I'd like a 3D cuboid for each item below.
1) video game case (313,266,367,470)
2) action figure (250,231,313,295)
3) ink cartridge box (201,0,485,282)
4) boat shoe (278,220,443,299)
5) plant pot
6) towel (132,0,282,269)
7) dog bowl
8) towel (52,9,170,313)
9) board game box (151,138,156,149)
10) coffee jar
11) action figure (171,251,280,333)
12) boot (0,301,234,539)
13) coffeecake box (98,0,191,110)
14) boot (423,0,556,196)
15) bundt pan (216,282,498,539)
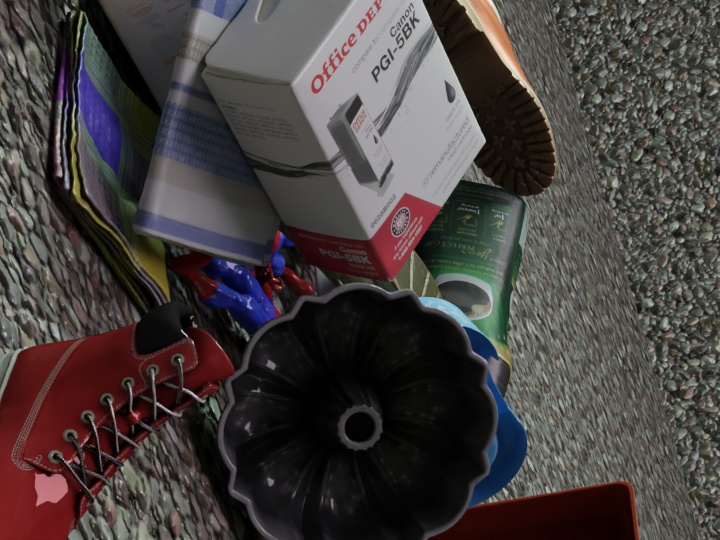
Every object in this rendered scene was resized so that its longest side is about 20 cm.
[{"bbox_3d":[0.004,0.115,1.725,0.183,0.023,0.201,66,13,-49],"label":"video game case"},{"bbox_3d":[-0.068,-0.020,1.733,0.052,0.066,0.200,35,3,20],"label":"action figure"},{"bbox_3d":[-0.008,-0.114,1.535,0.147,0.083,0.200,-56,139,-26],"label":"ink cartridge box"},{"bbox_3d":[-0.001,0.001,1.683,0.201,0.063,0.073,50,26,-21],"label":"boat shoe"},{"bbox_3d":[0.156,0.323,1.871,0.200,0.198,0.177,-87,164,-58],"label":"plant pot"},{"bbox_3d":[-0.089,-0.107,1.516,0.147,0.024,0.201,15,88,-55],"label":"towel"},{"bbox_3d":[0.057,0.100,1.670,0.050,0.111,0.201,-115,-178,-47],"label":"dog bowl"},{"bbox_3d":[-0.167,-0.074,1.518,0.201,0.023,0.144,-95,158,-47],"label":"towel"},{"bbox_3d":[-0.062,-0.141,1.586,0.105,0.201,0.023,41,-15,-36],"label":"board game box"},{"bbox_3d":[0.078,0.029,1.793,0.085,0.104,0.201,103,-3,-58],"label":"coffee jar"},{"bbox_3d":[-0.078,0.028,1.637,0.200,0.051,0.066,56,15,-50],"label":"action figure"},{"bbox_3d":[-0.138,0.092,1.152,0.200,0.143,0.073,-87,154,-55],"label":"boot"},{"bbox_3d":[-0.090,-0.173,1.659,0.201,0.153,0.073,61,4,-30],"label":"coffeecake box"},{"bbox_3d":[0.112,-0.160,1.839,0.201,0.075,0.107,61,23,-3],"label":"boot"},{"bbox_3d":[-0.008,0.102,1.548,0.203,0.201,0.076,66,-7,-13],"label":"bundt pan"}]
